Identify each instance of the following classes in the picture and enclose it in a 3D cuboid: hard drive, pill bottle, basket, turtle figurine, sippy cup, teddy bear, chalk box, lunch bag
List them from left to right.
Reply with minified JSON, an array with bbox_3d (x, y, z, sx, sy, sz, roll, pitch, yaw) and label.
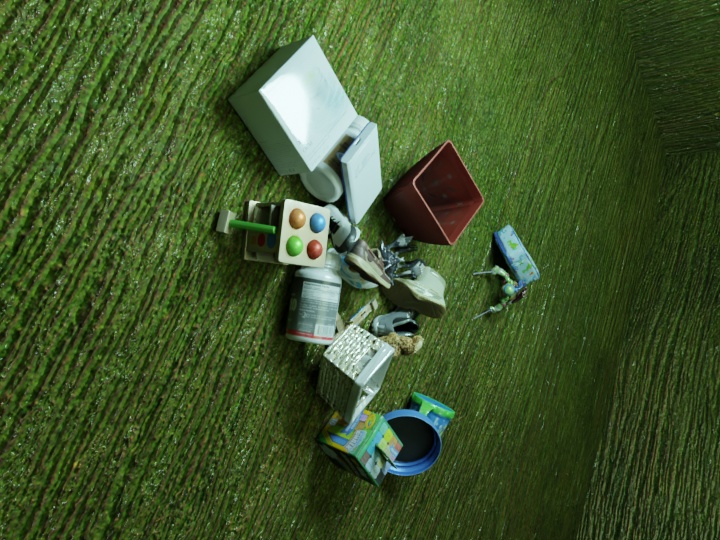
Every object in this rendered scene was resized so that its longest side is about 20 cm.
[{"bbox_3d":[-0.103,0.061,1.235,0.113,0.112,0.205,12,84,-45],"label":"pill bottle"},{"bbox_3d":[-0.047,-0.268,1.267,0.201,0.113,0.115,-55,128,-28],"label":"pill bottle"},{"bbox_3d":[-0.018,0.241,1.273,0.135,0.122,0.202,-42,159,-35],"label":"basket"},{"bbox_3d":[0.005,-0.221,1.245,0.133,0.025,0.202,-57,157,-27],"label":"hard drive"},{"bbox_3d":[0.013,0.429,1.324,0.124,0.197,0.126,-51,126,-30],"label":"chalk box"},{"bbox_3d":[0.070,0.197,1.408,0.145,0.195,0.068,53,28,-74],"label":"teddy bear"},{"bbox_3d":[0.191,0.445,1.570,0.176,0.139,0.133,25,87,-32],"label":"sippy cup"},{"bbox_3d":[0.469,0.065,1.862,0.193,0.197,0.147,12,54,-68],"label":"turtle figurine"},{"bbox_3d":[0.546,-0.053,1.887,0.200,0.081,0.163,45,23,-40],"label":"lunch bag"}]

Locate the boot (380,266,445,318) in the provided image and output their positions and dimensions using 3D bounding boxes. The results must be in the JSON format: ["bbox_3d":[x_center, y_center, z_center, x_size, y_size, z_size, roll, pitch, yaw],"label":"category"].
[{"bbox_3d":[0.152,0.039,1.520,0.197,0.073,0.156,25,35,-5],"label":"boot"}]

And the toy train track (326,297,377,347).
[{"bbox_3d":[-0.012,0.138,1.394,0.200,0.032,0.117,-42,121,-37],"label":"toy train track"}]

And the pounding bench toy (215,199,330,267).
[{"bbox_3d":[-0.179,-0.080,1.114,0.198,0.154,0.127,7,88,-45],"label":"pounding bench toy"}]

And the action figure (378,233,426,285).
[{"bbox_3d":[0.111,-0.034,1.427,0.199,0.101,0.121,-20,89,-63],"label":"action figure"}]

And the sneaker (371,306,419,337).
[{"bbox_3d":[0.131,0.143,1.485,0.198,0.114,0.077,-24,110,-42],"label":"sneaker"}]

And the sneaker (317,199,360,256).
[{"bbox_3d":[-0.061,-0.100,1.232,0.080,0.200,0.074,37,98,-30],"label":"sneaker"}]

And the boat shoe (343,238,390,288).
[{"bbox_3d":[0.029,-0.016,1.264,0.200,0.071,0.073,39,75,-55],"label":"boat shoe"}]

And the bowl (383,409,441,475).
[{"bbox_3d":[0.120,0.466,1.465,0.040,0.196,0.204,-86,159,-67],"label":"bowl"}]

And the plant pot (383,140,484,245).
[{"bbox_3d":[0.180,-0.191,1.451,0.201,0.175,0.201,53,56,-19],"label":"plant pot"}]

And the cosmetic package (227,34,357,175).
[{"bbox_3d":[-0.139,-0.351,1.160,0.201,0.121,0.201,-56,127,-27],"label":"cosmetic package"}]

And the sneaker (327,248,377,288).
[{"bbox_3d":[0.000,0.000,1.362,0.198,0.080,0.078,21,77,-46],"label":"sneaker"}]
